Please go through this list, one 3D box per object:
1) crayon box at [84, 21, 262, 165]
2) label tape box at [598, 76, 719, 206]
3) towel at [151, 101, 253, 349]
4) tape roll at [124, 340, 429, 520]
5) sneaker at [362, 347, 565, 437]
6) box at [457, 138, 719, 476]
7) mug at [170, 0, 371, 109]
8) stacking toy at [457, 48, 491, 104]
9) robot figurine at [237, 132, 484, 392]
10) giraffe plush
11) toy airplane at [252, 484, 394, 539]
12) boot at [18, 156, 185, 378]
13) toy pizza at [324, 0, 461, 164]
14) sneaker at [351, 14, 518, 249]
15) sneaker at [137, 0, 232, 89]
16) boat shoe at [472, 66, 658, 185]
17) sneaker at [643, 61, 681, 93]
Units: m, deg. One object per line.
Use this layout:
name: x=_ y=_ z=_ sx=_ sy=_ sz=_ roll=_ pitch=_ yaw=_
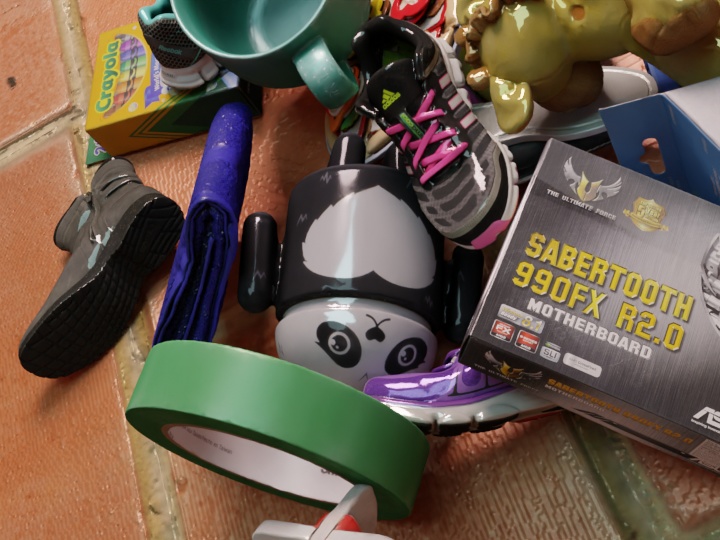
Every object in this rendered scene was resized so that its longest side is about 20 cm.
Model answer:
crayon box: x=-0.193 y=-0.188 z=1.056 sx=0.199 sy=0.052 sz=0.126 roll=-13 pitch=57 yaw=20
label tape box: x=0.272 y=-0.071 z=0.701 sx=0.199 sy=0.144 sz=0.064 roll=-15 pitch=59 yaw=19
towel: x=-0.114 y=-0.033 z=0.847 sx=0.200 sy=0.049 sz=0.148 roll=-92 pitch=21 yaw=-60
tape roll: x=-0.055 y=0.110 z=0.721 sx=0.200 sy=0.200 sz=0.048 roll=8 pitch=66 yaw=29
sneaker: x=0.095 y=0.063 z=0.732 sx=0.199 sy=0.081 sz=0.084 roll=-13 pitch=75 yaw=-4
box: x=0.182 y=0.024 z=0.686 sx=0.199 sy=0.048 sz=0.159 roll=24 pitch=65 yaw=6
mug: x=-0.068 y=-0.215 z=0.901 sx=0.151 sy=0.114 sz=0.186 roll=-2 pitch=81 yaw=19
stacking toy: x=0.091 y=-0.173 z=0.886 sx=0.200 sy=0.110 sz=0.116 roll=-43 pitch=36 yaw=12
robot figurine: x=0.002 y=0.000 z=0.801 sx=0.150 sy=0.125 sz=0.201 roll=-8 pitch=63 yaw=29
giraffe plush: x=0.153 y=-0.169 z=0.742 sx=0.162 sy=0.200 sz=0.173 roll=-37 pitch=22 yaw=27
toy airplane: x=0.008 y=0.226 z=0.661 sx=0.200 sy=0.141 sz=0.199 roll=47 pitch=118 yaw=20
boot: x=-0.248 y=-0.005 z=0.982 sx=0.200 sy=0.068 sz=0.131 roll=-53 pitch=40 yaw=-6
toy pizza: x=0.021 y=-0.181 z=0.898 sx=0.200 sy=0.032 sz=0.201 roll=-41 pitch=36 yaw=39
sneaker: x=0.042 y=-0.102 z=0.743 sx=0.074 sy=0.087 sz=0.201 roll=-37 pitch=52 yaw=28
sneaker: x=-0.129 y=-0.264 z=0.981 sx=0.077 sy=0.091 sz=0.200 roll=19 pitch=70 yaw=30
boat shoe: x=0.135 y=-0.103 z=0.839 sx=0.199 sy=0.060 sz=0.076 roll=-8 pitch=46 yaw=25
sneaker: x=0.249 y=-0.216 z=0.847 sx=0.078 sy=0.070 sz=0.201 roll=-15 pitch=63 yaw=14
